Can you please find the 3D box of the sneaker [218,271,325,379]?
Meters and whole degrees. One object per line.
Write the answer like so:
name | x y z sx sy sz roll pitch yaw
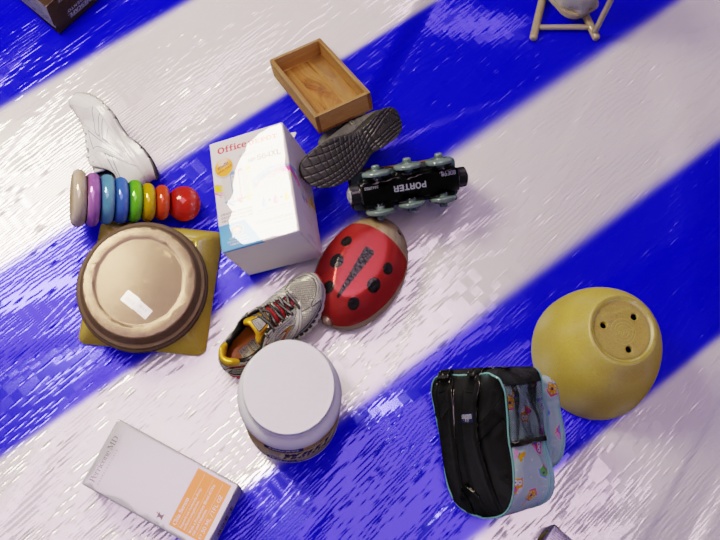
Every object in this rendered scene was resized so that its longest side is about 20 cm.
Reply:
sneaker | -0.129 0.081 1.293 0.078 0.082 0.200 43 86 16

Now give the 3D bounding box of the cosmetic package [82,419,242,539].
cosmetic package | -0.276 0.304 1.233 0.197 0.071 0.103 26 72 6

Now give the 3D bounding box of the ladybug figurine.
ladybug figurine | 0.000 0.000 1.352 0.134 0.072 0.202 29 72 6

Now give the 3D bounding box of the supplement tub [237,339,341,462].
supplement tub | -0.097 0.182 1.216 0.141 0.201 0.148 1 71 -3

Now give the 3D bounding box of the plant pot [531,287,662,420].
plant pot | 0.365 0.107 1.299 0.195 0.142 0.205 1 71 -2

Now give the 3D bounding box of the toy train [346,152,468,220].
toy train | 0.068 -0.137 1.382 0.195 0.114 0.087 -12 104 -10

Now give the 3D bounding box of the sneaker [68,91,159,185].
sneaker | -0.410 -0.203 1.400 0.087 0.075 0.200 -40 77 -10

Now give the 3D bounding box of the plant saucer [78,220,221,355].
plant saucer | -0.323 0.017 1.341 0.195 0.049 0.205 5 71 -1

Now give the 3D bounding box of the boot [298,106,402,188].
boot | -0.036 -0.192 1.388 0.198 0.131 0.071 -32 111 -25

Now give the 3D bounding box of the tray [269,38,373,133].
tray | -0.066 -0.303 1.426 0.097 0.037 0.201 -26 46 -10

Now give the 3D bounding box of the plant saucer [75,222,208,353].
plant saucer | -0.325 0.020 1.300 0.195 0.030 0.205 1 72 -4

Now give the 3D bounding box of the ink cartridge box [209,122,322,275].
ink cartridge box | -0.146 -0.118 1.341 0.126 0.125 0.204 -14 71 10

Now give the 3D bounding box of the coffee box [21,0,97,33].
coffee box | -0.552 -0.517 1.492 0.199 0.080 0.115 41 74 11

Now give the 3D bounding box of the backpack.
backpack | 0.194 0.239 1.229 0.151 0.174 0.205 4 80 -34

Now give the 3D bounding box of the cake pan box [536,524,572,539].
cake pan box | 0.289 0.491 1.213 0.199 0.052 0.185 38 75 10

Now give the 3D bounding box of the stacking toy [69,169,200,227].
stacking toy | -0.346 -0.106 1.356 0.196 0.085 0.087 2 69 -24

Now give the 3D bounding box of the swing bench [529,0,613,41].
swing bench | 0.361 -0.532 1.488 0.126 0.199 0.205 -1 71 -4
